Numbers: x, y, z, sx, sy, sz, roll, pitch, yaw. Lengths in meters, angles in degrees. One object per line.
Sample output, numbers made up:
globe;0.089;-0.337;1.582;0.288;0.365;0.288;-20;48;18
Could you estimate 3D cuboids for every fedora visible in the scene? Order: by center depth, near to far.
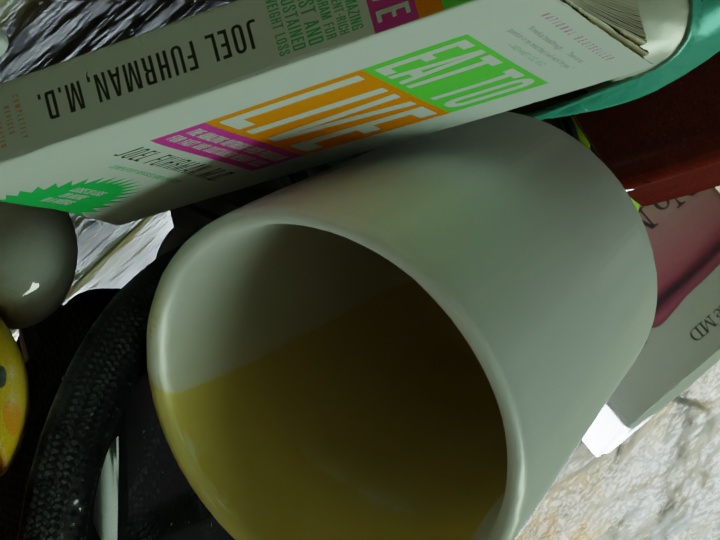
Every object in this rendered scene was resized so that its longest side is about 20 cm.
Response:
fedora;-0.084;0.079;1.090;0.200;0.091;0.201;-19;116;-47

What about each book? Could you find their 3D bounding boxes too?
book;-0.021;-0.065;0.940;0.200;0.048;0.134;-18;172;18

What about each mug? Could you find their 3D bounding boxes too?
mug;0.017;0.025;1.040;0.187;0.150;0.153;-36;-179;42

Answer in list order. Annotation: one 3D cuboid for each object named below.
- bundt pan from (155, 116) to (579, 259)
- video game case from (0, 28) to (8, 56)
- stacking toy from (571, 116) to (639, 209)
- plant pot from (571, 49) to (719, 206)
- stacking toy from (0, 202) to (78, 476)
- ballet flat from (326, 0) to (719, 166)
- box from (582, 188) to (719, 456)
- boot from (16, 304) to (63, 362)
bundt pan;0.000;0.000;1.183;0.202;0.202;0.076;-43;156;17
video game case;-0.194;-0.008;0.767;0.200;0.023;0.182;-42;173;7
stacking toy;0.087;-0.042;1.299;0.200;0.110;0.116;-48;143;-33
plant pot;0.147;-0.130;1.177;0.176;0.200;0.200;-32;174;6
stacking toy;-0.162;0.049;1.000;0.200;0.146;0.146;-57;179;-21
ballet flat;0.064;-0.082;1.080;0.200;0.067;0.070;-22;-174;19
box;0.121;-0.018;1.610;0.128;0.200;0.109;-39;173;-11
boot;-0.126;0.124;1.226;0.077;0.200;0.138;16;125;-43
